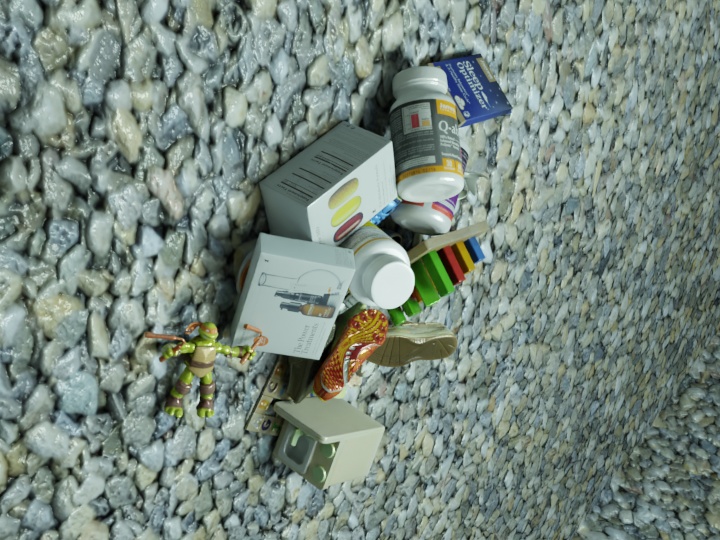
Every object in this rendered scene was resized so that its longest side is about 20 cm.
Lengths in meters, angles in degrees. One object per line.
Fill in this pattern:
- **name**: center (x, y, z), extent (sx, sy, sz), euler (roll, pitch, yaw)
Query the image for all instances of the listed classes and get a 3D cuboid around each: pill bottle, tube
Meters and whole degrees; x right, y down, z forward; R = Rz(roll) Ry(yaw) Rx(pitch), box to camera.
- **pill bottle**: center (0.107, -0.224, 1.596), extent (0.116, 0.115, 0.205), euler (15, 67, -56)
- **tube**: center (-0.025, 0.131, 1.752), extent (0.052, 0.057, 0.204), euler (-6, 114, -60)
- **pill bottle**: center (0.128, -0.172, 1.706), extent (0.112, 0.111, 0.204), euler (35, 68, -56)
- **pill bottle**: center (0.009, -0.015, 1.547), extent (0.107, 0.200, 0.111), euler (-10, 117, -22)

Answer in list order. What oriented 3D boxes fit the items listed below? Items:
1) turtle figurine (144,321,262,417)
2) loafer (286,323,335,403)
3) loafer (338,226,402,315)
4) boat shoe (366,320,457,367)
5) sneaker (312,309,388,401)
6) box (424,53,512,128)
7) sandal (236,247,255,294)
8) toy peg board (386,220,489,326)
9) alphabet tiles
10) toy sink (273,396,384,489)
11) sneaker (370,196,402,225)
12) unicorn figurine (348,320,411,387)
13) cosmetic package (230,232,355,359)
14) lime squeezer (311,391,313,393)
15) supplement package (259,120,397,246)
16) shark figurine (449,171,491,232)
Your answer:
- **turtle figurine**: center (-0.251, 0.140, 1.456), extent (0.197, 0.064, 0.164), euler (1, 115, -40)
- **loafer**: center (-0.094, 0.146, 1.664), extent (0.076, 0.067, 0.202), euler (-37, 154, -48)
- **loafer**: center (0.000, 0.000, 1.696), extent (0.072, 0.062, 0.201), euler (50, 66, -28)
- **boat shoe**: center (0.083, 0.130, 1.795), extent (0.196, 0.065, 0.073), euler (-3, 123, -23)
- **sneaker**: center (-0.022, 0.140, 1.670), extent (0.200, 0.073, 0.077), euler (-46, -179, -35)
- **box**: center (0.200, -0.325, 1.730), extent (0.198, 0.123, 0.032), euler (-22, 170, -47)
- **sandal**: center (-0.114, 0.002, 1.556), extent (0.205, 0.059, 0.081), euler (-9, 118, -52)
- **toy peg board**: center (0.132, 0.013, 1.771), extent (0.197, 0.099, 0.199), euler (-18, 168, -47)
- **alphabet tiles**: center (-0.116, 0.205, 1.735), extent (0.166, 0.007, 0.203), euler (26, 90, -56)
- **toy sink**: center (-0.071, 0.311, 1.743), extent (0.199, 0.129, 0.114), euler (4, 110, -58)
- **sneaker**: center (0.018, -0.108, 1.653), extent (0.066, 0.078, 0.203), euler (27, 90, -58)
- **unicorn figurine**: center (0.032, 0.138, 1.848), extent (0.200, 0.074, 0.137), euler (-47, 152, 0)
- **cosmetic package**: center (-0.107, 0.044, 1.484), extent (0.148, 0.052, 0.202), euler (10, 129, -14)
- **lime squeezer**: center (-0.069, 0.131, 1.724), extent (0.071, 0.037, 0.204), euler (-58, 167, -80)
- **supplement package**: center (-0.047, -0.126, 1.519), extent (0.199, 0.108, 0.115), euler (-41, 140, -31)
- **shark figurine**: center (0.155, -0.144, 1.839), extent (0.090, 0.127, 0.215), euler (-57, 175, 39)
